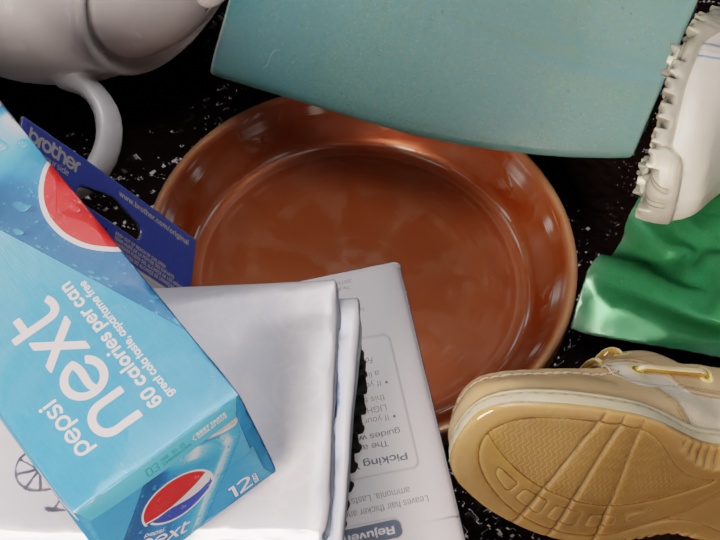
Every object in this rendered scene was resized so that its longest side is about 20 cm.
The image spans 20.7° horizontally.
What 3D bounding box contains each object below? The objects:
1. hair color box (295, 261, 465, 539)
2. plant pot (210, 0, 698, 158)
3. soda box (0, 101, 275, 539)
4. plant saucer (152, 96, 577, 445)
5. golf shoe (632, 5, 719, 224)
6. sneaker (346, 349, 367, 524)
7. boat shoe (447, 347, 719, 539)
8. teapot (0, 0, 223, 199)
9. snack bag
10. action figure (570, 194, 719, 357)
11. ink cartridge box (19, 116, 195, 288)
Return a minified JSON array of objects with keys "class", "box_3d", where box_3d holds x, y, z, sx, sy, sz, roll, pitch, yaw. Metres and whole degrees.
[{"class":"hair color box","box_3d":[-0.010,0.105,0.801,0.100,0.061,0.200,-11,66,-3]},{"class":"plant pot","box_3d":[0.057,-0.140,0.938,0.200,0.142,0.141,22,30,4]},{"class":"soda box","box_3d":[-0.117,0.009,0.701,0.068,0.064,0.200,-36,61,-11]},{"class":"plant saucer","box_3d":[0.000,0.000,0.919,0.200,0.032,0.201,1,54,-2]},{"class":"golf shoe","box_3d":[0.191,-0.079,0.886,0.097,0.078,0.200,23,45,19]},{"class":"sneaker","box_3d":[-0.060,0.102,0.742,0.093,0.070,0.200,4,66,18]},{"class":"boat shoe","box_3d":[0.116,0.069,0.835,0.200,0.074,0.069,13,34,-30]},{"class":"teapot","box_3d":[-0.120,-0.160,0.927,0.146,0.200,0.197,34,54,24]},{"class":"snack bag","box_3d":[-0.097,0.097,0.698,0.188,0.021,0.200,-1,63,9]},{"class":"action figure","box_3d":[0.207,0.014,0.873,0.200,0.055,0.118,21,74,34]},{"class":"ink cartridge box","box_3d":[-0.130,0.052,0.807,0.042,0.119,0.200,-10,59,36]}]
